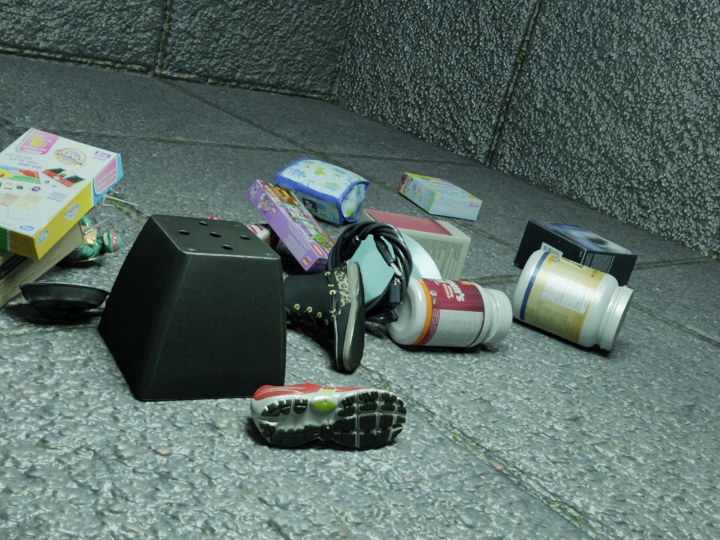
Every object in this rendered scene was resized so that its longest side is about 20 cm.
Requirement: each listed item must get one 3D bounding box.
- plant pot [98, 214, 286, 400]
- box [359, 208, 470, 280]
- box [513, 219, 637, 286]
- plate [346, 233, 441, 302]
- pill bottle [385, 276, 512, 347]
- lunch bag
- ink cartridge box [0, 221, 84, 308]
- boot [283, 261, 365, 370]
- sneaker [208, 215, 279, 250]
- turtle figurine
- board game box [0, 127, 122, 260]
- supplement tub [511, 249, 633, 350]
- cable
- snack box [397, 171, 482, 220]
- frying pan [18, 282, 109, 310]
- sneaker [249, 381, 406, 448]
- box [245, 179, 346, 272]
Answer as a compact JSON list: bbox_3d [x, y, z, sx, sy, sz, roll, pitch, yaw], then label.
[{"bbox_3d":[-0.204,0.037,1.063,0.198,0.179,0.200,3,22,-33],"label":"plant pot"},{"bbox_3d":[0.094,-0.033,1.617,0.198,0.129,0.109,7,19,-26],"label":"box"},{"bbox_3d":[0.514,-0.029,1.985,0.197,0.125,0.200,4,21,-36],"label":"box"},{"bbox_3d":[0.059,0.015,1.474,0.198,0.026,0.202,16,52,-22],"label":"plate"},{"bbox_3d":[0.148,0.071,1.375,0.198,0.111,0.109,5,20,-31],"label":"pill bottle"},{"bbox_3d":[-0.090,-0.185,1.929,0.168,0.129,0.200,20,8,13],"label":"lunch bag"},{"bbox_3d":[-0.516,-0.055,1.143,0.198,0.076,0.165,21,46,19],"label":"ink cartridge box"},{"bbox_3d":[-0.071,0.073,1.254,0.152,0.074,0.205,-5,43,7],"label":"boot"},{"bbox_3d":[-0.223,-0.061,1.525,0.111,0.072,0.200,23,20,11],"label":"sneaker"},{"bbox_3d":[-0.441,-0.057,1.268,0.197,0.102,0.150,-1,31,-17],"label":"turtle figurine"},{"bbox_3d":[-0.441,-0.109,1.122,0.151,0.041,0.201,17,44,13],"label":"board game box"},{"bbox_3d":[0.403,0.058,1.578,0.198,0.146,0.144,22,18,21],"label":"supplement tub"},{"bbox_3d":[0.000,0.000,1.355,0.050,0.165,0.199,-2,6,-42],"label":"cable"},{"bbox_3d":[0.228,-0.216,2.399,0.167,0.068,0.200,6,22,-30],"label":"snack box"},{"bbox_3d":[-0.384,0.041,1.128,0.113,0.031,0.190,-1,-13,10],"label":"frying pan"},{"bbox_3d":[-0.037,0.162,1.000,0.198,0.078,0.085,8,13,-24],"label":"sneaker"},{"bbox_3d":[-0.115,-0.078,1.548,0.200,0.039,0.137,51,16,19],"label":"box"}]
